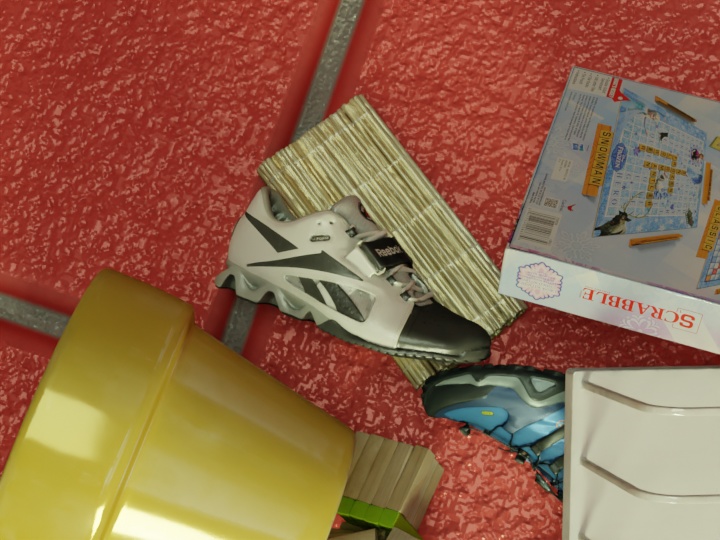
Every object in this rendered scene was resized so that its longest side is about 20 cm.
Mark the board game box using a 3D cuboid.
[{"bbox_3d":[0.206,-0.037,0.854,0.198,0.041,0.201,16,45,11],"label":"board game box"}]

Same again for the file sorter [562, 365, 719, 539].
[{"bbox_3d":[0.201,0.164,0.780,0.137,0.124,0.202,0,94,-11],"label":"file sorter"}]

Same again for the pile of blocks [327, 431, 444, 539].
[{"bbox_3d":[0.017,0.204,0.861,0.081,0.062,0.201,-12,53,21],"label":"pile of blocks"}]

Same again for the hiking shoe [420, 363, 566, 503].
[{"bbox_3d":[0.131,0.114,0.867,0.198,0.074,0.087,11,79,10],"label":"hiking shoe"}]

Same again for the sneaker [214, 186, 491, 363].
[{"bbox_3d":[0.000,0.000,0.891,0.199,0.074,0.089,21,97,19],"label":"sneaker"}]

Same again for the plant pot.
[{"bbox_3d":[-0.112,0.125,0.847,0.188,0.201,0.202,21,81,-5],"label":"plant pot"}]

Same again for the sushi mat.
[{"bbox_3d":[0.020,-0.022,0.943,0.095,0.012,0.201,-36,76,-2],"label":"sushi mat"}]
